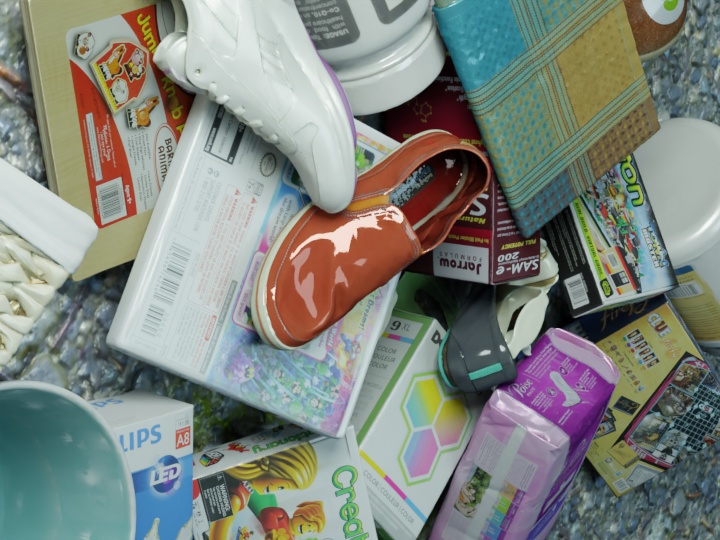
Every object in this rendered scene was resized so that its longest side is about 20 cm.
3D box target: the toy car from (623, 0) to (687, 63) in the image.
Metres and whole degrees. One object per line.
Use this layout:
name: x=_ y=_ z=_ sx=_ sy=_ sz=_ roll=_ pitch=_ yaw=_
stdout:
toy car: x=0.166 y=-0.253 z=1.287 sx=0.164 sy=0.157 sz=0.201 roll=-49 pitch=154 yaw=-25

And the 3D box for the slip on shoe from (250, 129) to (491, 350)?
slip on shoe: x=0.008 y=-0.023 z=1.143 sx=0.200 sy=0.061 sz=0.074 roll=-40 pitch=115 yaw=-24

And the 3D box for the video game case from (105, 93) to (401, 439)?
video game case: x=-0.053 y=-0.013 z=1.154 sx=0.181 sy=0.024 sz=0.201 roll=25 pitch=78 yaw=-32

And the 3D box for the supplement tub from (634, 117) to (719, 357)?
supplement tub: x=0.299 y=-0.023 z=1.544 sx=0.200 sy=0.144 sz=0.145 roll=45 pitch=67 yaw=-45

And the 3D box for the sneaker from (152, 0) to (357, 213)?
sneaker: x=-0.069 y=-0.120 z=1.095 sx=0.099 sy=0.075 sz=0.201 roll=-28 pitch=104 yaw=-10

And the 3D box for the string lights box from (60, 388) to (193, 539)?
string lights box: x=-0.162 y=0.186 z=1.140 sx=0.102 sy=0.059 sz=0.202 roll=-13 pitch=110 yaw=-47

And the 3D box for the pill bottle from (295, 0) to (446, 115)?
pill bottle: x=-0.019 y=-0.208 z=1.160 sx=0.113 sy=0.113 sz=0.201 roll=-48 pitch=132 yaw=-29

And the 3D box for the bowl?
bowl: x=-0.236 y=0.150 z=1.012 sx=0.200 sy=0.105 sz=0.202 roll=-17 pitch=112 yaw=-46

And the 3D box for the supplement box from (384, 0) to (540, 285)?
supplement box: x=0.074 y=-0.097 z=1.290 sx=0.061 sy=0.108 sz=0.202 roll=-11 pitch=104 yaw=-45

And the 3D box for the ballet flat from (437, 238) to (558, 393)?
ballet flat: x=0.115 y=0.017 z=1.352 sx=0.201 sy=0.073 sz=0.073 roll=-66 pitch=144 yaw=-48

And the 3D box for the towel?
towel: x=0.132 y=-0.141 z=1.230 sx=0.146 sy=0.022 sz=0.201 roll=-37 pitch=126 yaw=-20

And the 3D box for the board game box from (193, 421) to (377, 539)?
board game box: x=-0.049 y=0.205 z=1.250 sx=0.125 sy=0.035 sz=0.201 roll=-18 pitch=116 yaw=-12

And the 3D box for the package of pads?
package of pads: x=0.125 y=0.153 z=1.384 sx=0.120 sy=0.075 sz=0.201 roll=-43 pitch=158 yaw=-46

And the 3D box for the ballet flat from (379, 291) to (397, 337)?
ballet flat: x=0.000 y=0.000 z=1.266 sx=0.068 sy=0.072 sz=0.201 roll=28 pitch=78 yaw=-49

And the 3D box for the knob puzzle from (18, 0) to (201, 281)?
knob puzzle: x=-0.127 y=-0.110 z=1.126 sx=0.219 sy=0.030 sz=0.221 roll=-14 pitch=110 yaw=-45

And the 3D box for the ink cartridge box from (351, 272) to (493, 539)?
ink cartridge box: x=0.038 y=0.098 z=1.344 sx=0.201 sy=0.059 sz=0.104 roll=-59 pitch=134 yaw=-21

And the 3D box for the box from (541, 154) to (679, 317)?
box: x=0.179 y=-0.069 z=1.412 sx=0.110 sy=0.035 sz=0.201 roll=-11 pitch=80 yaw=-47

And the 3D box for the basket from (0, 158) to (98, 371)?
basket: x=-0.260 y=-0.025 z=0.906 sx=0.200 sy=0.135 sz=0.124 roll=37 pitch=74 yaw=-39

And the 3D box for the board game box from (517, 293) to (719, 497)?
board game box: x=0.236 y=0.104 z=1.530 sx=0.135 sy=0.035 sz=0.200 roll=-30 pitch=134 yaw=10
